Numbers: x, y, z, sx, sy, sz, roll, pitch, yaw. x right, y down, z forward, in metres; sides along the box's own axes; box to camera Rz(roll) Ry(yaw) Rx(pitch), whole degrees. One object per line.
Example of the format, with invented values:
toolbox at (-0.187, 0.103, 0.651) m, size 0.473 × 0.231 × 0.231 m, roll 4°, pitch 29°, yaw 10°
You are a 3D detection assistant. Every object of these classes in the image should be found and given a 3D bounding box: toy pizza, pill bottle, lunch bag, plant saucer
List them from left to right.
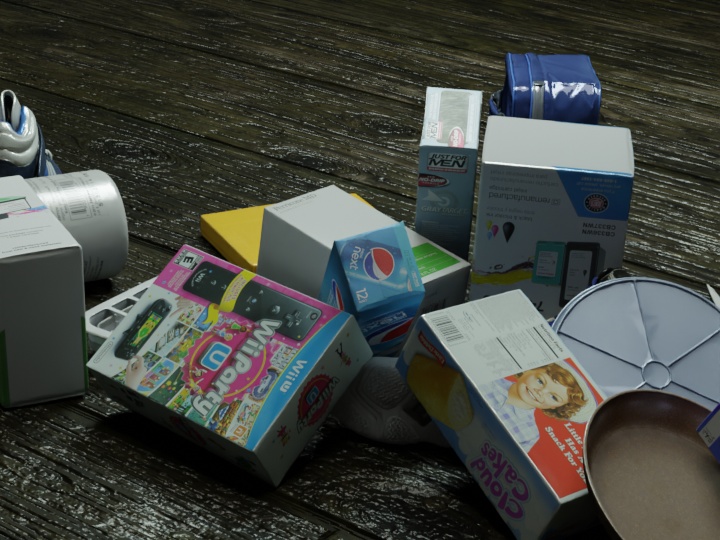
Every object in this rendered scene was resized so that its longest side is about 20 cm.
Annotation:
pill bottle at (-0.348, -0.034, 1.643) m, size 0.198 × 0.116 × 0.114 m, roll -10°, pitch 26°, yaw -30°
lunch bag at (0.236, -0.209, 2.116) m, size 0.131 × 0.137 × 0.200 m, roll 3°, pitch 22°, yaw -1°
toy pizza at (0.254, 0.097, 1.407) m, size 0.198 × 0.032 × 0.202 m, roll 4°, pitch 59°, yaw -7°
plant saucer at (0.249, 0.178, 1.223) m, size 0.199 × 0.032 × 0.201 m, roll 20°, pitch 40°, yaw -17°

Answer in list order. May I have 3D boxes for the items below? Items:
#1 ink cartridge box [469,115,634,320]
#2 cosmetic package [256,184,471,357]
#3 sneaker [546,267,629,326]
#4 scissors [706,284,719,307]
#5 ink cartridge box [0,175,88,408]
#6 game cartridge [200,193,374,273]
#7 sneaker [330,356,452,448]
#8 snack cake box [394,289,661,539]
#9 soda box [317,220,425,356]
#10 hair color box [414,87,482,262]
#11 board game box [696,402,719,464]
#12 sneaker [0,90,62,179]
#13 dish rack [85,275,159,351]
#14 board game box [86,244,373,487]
ink cartridge box at (0.185, -0.030, 1.590) m, size 0.145 × 0.202 × 0.146 m, roll 5°, pitch 24°, yaw 5°
cosmetic package at (0.000, 0.000, 1.617) m, size 0.199 × 0.086 × 0.107 m, roll 31°, pitch 37°, yaw 33°
sneaker at (0.208, 0.053, 1.504) m, size 0.197 × 0.116 × 0.081 m, roll 2°, pitch 21°, yaw -4°
scissors at (0.377, 0.054, 1.657) m, size 0.072 × 0.014 × 0.200 m, roll -6°, pitch 25°, yaw -16°
ink cartridge box at (-0.320, 0.015, 1.486) m, size 0.083 × 0.146 × 0.200 m, roll -10°, pitch 25°, yaw -24°
game cartridge at (-0.057, -0.033, 1.797) m, size 0.198 × 0.033 × 0.176 m, roll -10°, pitch 26°, yaw -23°
sneaker at (0.062, 0.102, 1.428) m, size 0.198 × 0.076 × 0.114 m, roll 10°, pitch 22°, yaw 2°
snack cake box at (0.133, 0.116, 1.303) m, size 0.114 × 0.067 × 0.201 m, roll -12°, pitch 53°, yaw -37°
soda box at (0.006, 0.027, 1.424) m, size 0.064 × 0.068 × 0.200 m, roll -16°, pitch -16°, yaw -11°
hair color box at (0.088, -0.078, 1.666) m, size 0.060 × 0.201 × 0.100 m, roll 4°, pitch 42°, yaw 4°
board game box at (0.379, 0.151, 1.279) m, size 0.199 × 0.045 × 0.135 m, roll -7°, pitch 53°, yaw -38°
sneaker at (-0.387, -0.142, 1.856) m, size 0.080 × 0.148 × 0.200 m, roll 3°, pitch 23°, yaw 1°
dish rack at (-0.149, 0.065, 1.524) m, size 0.198 × 0.044 × 0.171 m, roll 15°, pitch 24°, yaw 27°
board game box at (-0.112, 0.076, 1.376) m, size 0.199 × 0.064 × 0.148 m, roll 22°, pitch 64°, yaw 33°
